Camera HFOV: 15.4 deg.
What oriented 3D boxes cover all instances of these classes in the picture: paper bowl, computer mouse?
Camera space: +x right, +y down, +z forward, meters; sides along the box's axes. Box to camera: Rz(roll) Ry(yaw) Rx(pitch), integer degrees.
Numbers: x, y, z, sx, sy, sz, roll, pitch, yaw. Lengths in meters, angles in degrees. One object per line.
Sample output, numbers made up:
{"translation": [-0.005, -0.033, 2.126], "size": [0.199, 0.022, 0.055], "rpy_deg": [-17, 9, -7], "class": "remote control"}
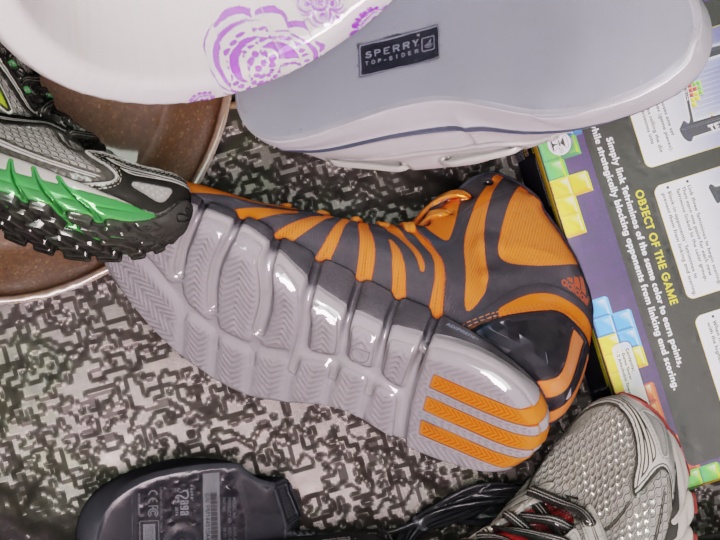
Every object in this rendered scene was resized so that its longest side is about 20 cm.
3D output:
{"translation": [-0.065, -0.168, 0.984], "size": [0.200, 0.201, 0.104], "rpy_deg": [-27, 49, -4], "class": "paper bowl"}
{"translation": [-0.017, 0.103, 1.096], "size": [0.199, 0.034, 0.059], "rpy_deg": [1, 102, -10], "class": "computer mouse"}

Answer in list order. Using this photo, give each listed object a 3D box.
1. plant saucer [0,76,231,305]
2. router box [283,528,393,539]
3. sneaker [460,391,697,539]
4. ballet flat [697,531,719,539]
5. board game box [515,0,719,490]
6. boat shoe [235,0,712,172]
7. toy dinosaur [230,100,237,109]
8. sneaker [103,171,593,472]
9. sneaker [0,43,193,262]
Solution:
{"translation": [-0.151, -0.086, 1.090], "size": [0.200, 0.037, 0.201], "rpy_deg": [0, 88, -3], "class": "plant saucer"}
{"translation": [-0.075, 0.192, 1.055], "size": [0.199, 0.062, 0.150], "rpy_deg": [-7, 103, -5], "class": "router box"}
{"translation": [0.057, 0.129, 1.001], "size": [0.082, 0.078, 0.200], "rpy_deg": [47, 67, -37], "class": "sneaker"}
{"translation": [0.113, 0.139, 1.074], "size": [0.200, 0.068, 0.068], "rpy_deg": [-12, 109, 29], "class": "ballet flat"}
{"translation": [0.160, -0.024, 1.098], "size": [0.165, 0.057, 0.201], "rpy_deg": [-16, 88, -6], "class": "board game box"}
{"translation": [0.050, -0.078, 1.037], "size": [0.200, 0.065, 0.074], "rpy_deg": [-2, 74, 31], "class": "boat shoe"}
{"translation": [0.037, -0.130, 1.097], "size": [0.060, 0.106, 0.200], "rpy_deg": [34, 82, -39], "class": "toy dinosaur"}
{"translation": [0.000, 0.000, 1.066], "size": [0.200, 0.078, 0.112], "rpy_deg": [27, 45, 8], "class": "sneaker"}
{"translation": [-0.147, -0.069, 1.017], "size": [0.200, 0.078, 0.085], "rpy_deg": [29, 82, 15], "class": "sneaker"}
